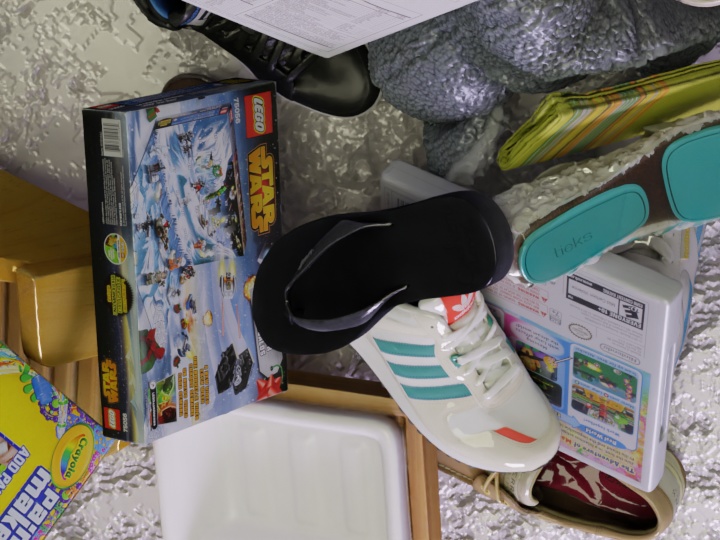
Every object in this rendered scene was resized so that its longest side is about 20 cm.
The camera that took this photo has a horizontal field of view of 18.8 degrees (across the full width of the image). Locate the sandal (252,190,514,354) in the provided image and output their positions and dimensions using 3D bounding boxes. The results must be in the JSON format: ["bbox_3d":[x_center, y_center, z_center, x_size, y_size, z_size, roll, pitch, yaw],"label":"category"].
[{"bbox_3d":[0.000,-0.001,1.255,0.200,0.043,0.076,-24,90,44],"label":"sandal"}]

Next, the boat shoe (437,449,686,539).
[{"bbox_3d":[0.114,0.124,1.426,0.200,0.066,0.074,14,114,8],"label":"boat shoe"}]

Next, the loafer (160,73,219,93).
[{"bbox_3d":[-0.112,-0.027,1.412,0.073,0.071,0.200,9,112,8],"label":"loafer"}]

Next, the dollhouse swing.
[{"bbox_3d":[-0.247,0.035,1.389,0.200,0.182,0.176,25,110,26],"label":"dollhouse swing"}]

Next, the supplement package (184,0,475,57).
[{"bbox_3d":[-0.014,-0.224,1.165,0.150,0.200,0.152,20,75,-27],"label":"supplement package"}]

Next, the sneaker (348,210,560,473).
[{"bbox_3d":[0.053,0.043,1.313,0.200,0.070,0.093,46,153,-3],"label":"sneaker"}]

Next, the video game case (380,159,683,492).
[{"bbox_3d":[0.102,0.036,1.344,0.200,0.024,0.182,25,143,23],"label":"video game case"}]

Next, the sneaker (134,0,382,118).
[{"bbox_3d":[-0.076,-0.152,1.335,0.200,0.112,0.073,41,114,-6],"label":"sneaker"}]

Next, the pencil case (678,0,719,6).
[{"bbox_3d":[0.219,-0.195,1.218,0.089,0.200,0.078,-3,100,25],"label":"pencil case"}]

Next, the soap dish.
[{"bbox_3d":[-0.038,0.139,1.433,0.200,0.081,0.158,6,112,27],"label":"soap dish"}]

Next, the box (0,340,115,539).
[{"bbox_3d":[-0.288,0.085,1.336,0.193,0.200,0.122,43,71,-23],"label":"box"}]

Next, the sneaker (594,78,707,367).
[{"bbox_3d":[0.179,-0.019,1.351,0.076,0.081,0.200,2,110,13],"label":"sneaker"}]

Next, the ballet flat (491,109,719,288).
[{"bbox_3d":[0.158,-0.054,1.253,0.200,0.072,0.072,-20,108,-14],"label":"ballet flat"}]

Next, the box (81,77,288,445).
[{"bbox_3d":[-0.103,-0.009,1.314,0.040,0.137,0.200,8,106,37],"label":"box"}]

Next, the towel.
[{"bbox_3d":[0.178,-0.100,1.266,0.086,0.200,0.018,-42,66,62],"label":"towel"}]

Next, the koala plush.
[{"bbox_3d":[0.077,-0.151,1.284,0.200,0.184,0.178,-30,92,40],"label":"koala plush"}]
